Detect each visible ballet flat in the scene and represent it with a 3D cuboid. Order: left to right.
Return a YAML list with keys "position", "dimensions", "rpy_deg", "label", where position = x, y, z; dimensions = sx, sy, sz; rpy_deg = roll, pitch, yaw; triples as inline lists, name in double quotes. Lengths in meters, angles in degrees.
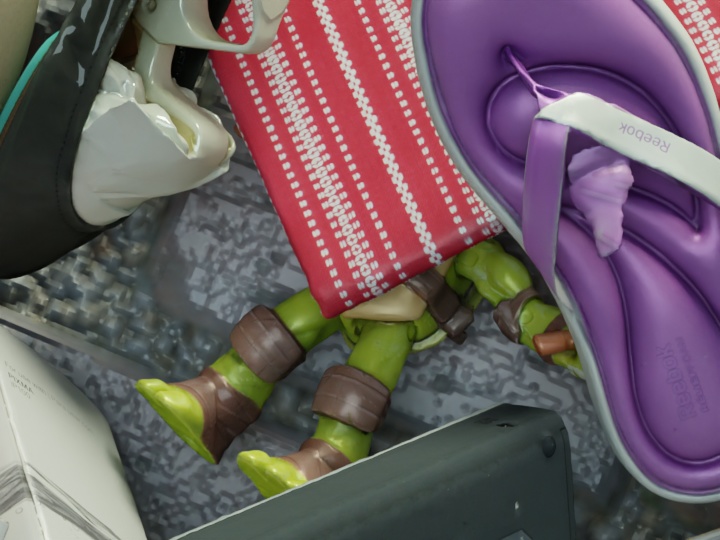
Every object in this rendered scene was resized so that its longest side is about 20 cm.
- position: [-0.066, -0.073, 0.877]
  dimensions: [0.068, 0.068, 0.201]
  rpy_deg: [34, 111, 27]
  label: "ballet flat"

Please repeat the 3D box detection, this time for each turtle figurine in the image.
- position: [0.000, 0.000, 0.916]
  dimensions: [0.200, 0.064, 0.161]
  rpy_deg: [37, 77, 18]
  label: "turtle figurine"

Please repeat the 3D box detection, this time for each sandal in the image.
- position: [0.084, -0.015, 0.829]
  dimensions: [0.082, 0.050, 0.203]
  rpy_deg: [-28, 109, 4]
  label: "sandal"

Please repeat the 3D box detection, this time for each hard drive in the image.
- position: [-0.005, 0.132, 0.798]
  dimensions: [0.033, 0.200, 0.140]
  rpy_deg: [6, 106, 40]
  label: "hard drive"

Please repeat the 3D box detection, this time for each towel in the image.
- position: [0.050, -0.088, 0.886]
  dimensions: [0.199, 0.022, 0.145]
  rpy_deg: [-28, 64, 7]
  label: "towel"

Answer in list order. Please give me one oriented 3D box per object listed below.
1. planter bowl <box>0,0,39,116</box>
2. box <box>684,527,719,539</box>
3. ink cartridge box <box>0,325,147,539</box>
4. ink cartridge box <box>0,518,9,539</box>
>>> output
- position: [-0.198, -0.071, 0.895]
  dimensions: [0.199, 0.200, 0.135]
  rpy_deg: [2, 115, 7]
  label: "planter bowl"
- position: [0.131, 0.181, 0.854]
  dimensions: [0.158, 0.048, 0.201]
  rpy_deg: [-26, 83, 49]
  label: "box"
- position: [-0.133, 0.132, 0.859]
  dimensions: [0.146, 0.083, 0.200]
  rpy_deg: [-35, 43, 11]
  label: "ink cartridge box"
- position: [-0.210, 0.090, 0.824]
  dimensions: [0.199, 0.084, 0.176]
  rpy_deg: [5, 67, 44]
  label: "ink cartridge box"
